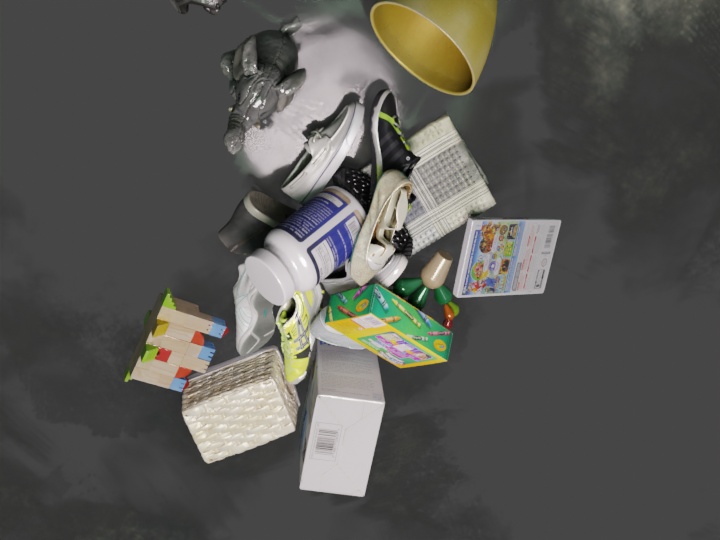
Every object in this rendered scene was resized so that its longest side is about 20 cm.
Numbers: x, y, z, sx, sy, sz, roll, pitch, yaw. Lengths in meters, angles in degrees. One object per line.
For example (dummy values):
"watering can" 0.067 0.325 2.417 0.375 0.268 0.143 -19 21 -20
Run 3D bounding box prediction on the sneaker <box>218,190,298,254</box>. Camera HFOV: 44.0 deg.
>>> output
"sneaker" -0.145 -0.053 1.557 0.198 0.076 0.106 33 125 -25

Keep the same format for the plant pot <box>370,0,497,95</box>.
"plant pot" 0.133 -0.396 1.385 0.199 0.199 0.143 40 79 -19

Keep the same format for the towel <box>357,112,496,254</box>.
"towel" 0.116 -0.147 1.561 0.198 0.035 0.194 -30 110 9

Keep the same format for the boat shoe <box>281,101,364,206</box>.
"boat shoe" -0.065 -0.203 1.496 0.065 0.072 0.201 26 116 -21

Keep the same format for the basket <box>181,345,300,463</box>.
"basket" -0.221 0.249 1.637 0.196 0.124 0.138 -20 113 4

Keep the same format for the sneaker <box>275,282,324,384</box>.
"sneaker" -0.122 0.107 1.604 0.075 0.075 0.205 -4 106 -39

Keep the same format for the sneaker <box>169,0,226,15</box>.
"sneaker" -0.213 -0.452 1.372 0.196 0.071 0.100 -17 113 4

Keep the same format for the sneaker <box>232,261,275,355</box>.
"sneaker" -0.194 0.067 1.598 0.070 0.080 0.203 -19 140 -37

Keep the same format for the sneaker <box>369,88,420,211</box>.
"sneaker" 0.064 -0.198 1.480 0.081 0.072 0.205 1 97 21

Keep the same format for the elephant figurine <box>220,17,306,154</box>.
"elephant figurine" -0.149 -0.288 1.376 0.138 0.201 0.158 -8 114 -2

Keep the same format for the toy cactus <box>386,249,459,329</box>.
"toy cactus" 0.112 0.033 1.592 0.197 0.103 0.167 18 120 -24

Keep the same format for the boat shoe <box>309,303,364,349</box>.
"boat shoe" -0.009 0.107 1.615 0.198 0.071 0.071 15 142 -41

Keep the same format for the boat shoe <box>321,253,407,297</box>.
"boat shoe" 0.000 0.000 1.543 0.068 0.199 0.073 44 59 -21

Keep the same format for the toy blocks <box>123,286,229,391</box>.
"toy blocks" -0.325 0.136 1.604 0.135 0.100 0.202 20 109 -26

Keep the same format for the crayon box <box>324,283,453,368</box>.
"crayon box" 0.050 0.099 1.532 0.199 0.059 0.118 33 149 -34

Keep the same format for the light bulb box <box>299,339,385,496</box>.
"light bulb box" -0.038 0.264 1.621 0.122 0.201 0.202 9 112 -8

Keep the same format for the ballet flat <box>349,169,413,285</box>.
"ballet flat" 0.034 -0.062 1.435 0.067 0.062 0.204 -1 112 -46

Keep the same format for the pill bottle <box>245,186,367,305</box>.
"pill bottle" -0.086 -0.039 1.451 0.199 0.115 0.117 -39 117 -29

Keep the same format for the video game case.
"video game case" 0.263 -0.025 1.592 0.196 0.018 0.146 -2 114 -29

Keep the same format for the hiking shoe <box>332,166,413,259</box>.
"hiking shoe" 0.001 -0.083 1.539 0.100 0.076 0.201 -25 110 35
